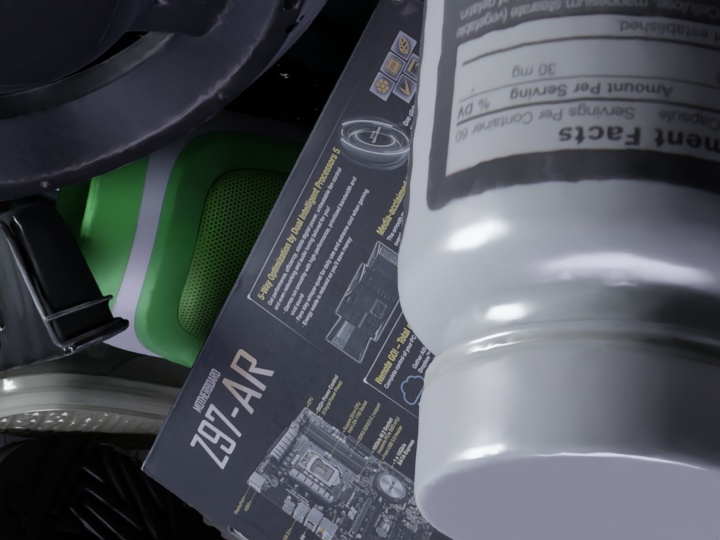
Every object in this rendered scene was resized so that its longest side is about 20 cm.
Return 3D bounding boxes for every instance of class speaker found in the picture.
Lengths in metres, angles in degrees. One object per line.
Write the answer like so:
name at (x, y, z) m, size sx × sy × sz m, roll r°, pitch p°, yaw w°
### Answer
speaker at (0.000, 0.000, 0.976) m, size 0.200 × 0.088 × 0.088 m, roll 12°, pitch 157°, yaw -14°

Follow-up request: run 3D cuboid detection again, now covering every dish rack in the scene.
dish rack at (-0.189, 0.033, 0.884) m, size 0.200 × 0.055 × 0.153 m, roll -21°, pitch -177°, yaw -34°

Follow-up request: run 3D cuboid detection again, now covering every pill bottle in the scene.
pill bottle at (0.068, -0.031, 0.736) m, size 0.113 × 0.200 × 0.113 m, roll 5°, pitch 158°, yaw 2°

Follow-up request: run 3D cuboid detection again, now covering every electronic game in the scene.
electronic game at (-0.097, -0.081, 0.801) m, size 0.200 × 0.042 × 0.200 m, roll -15°, pitch 150°, yaw -9°

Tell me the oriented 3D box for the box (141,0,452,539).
box at (0.042, 0.027, 0.871) m, size 0.160 × 0.044 × 0.200 m, roll 34°, pitch 123°, yaw 10°

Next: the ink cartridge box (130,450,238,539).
ink cartridge box at (-0.033, 0.136, 1.307) m, size 0.146 × 0.085 × 0.200 m, roll 8°, pitch 158°, yaw 0°

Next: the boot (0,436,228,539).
boot at (-0.125, 0.142, 1.158) m, size 0.158 × 0.079 × 0.211 m, roll -15°, pitch 143°, yaw 33°

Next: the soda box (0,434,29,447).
soda box at (-0.179, 0.062, 1.197) m, size 0.068 × 0.064 × 0.200 m, roll -2°, pitch 156°, yaw 20°

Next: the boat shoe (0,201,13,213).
boat shoe at (-0.209, 0.028, 1.053) m, size 0.200 × 0.071 × 0.065 m, roll -38°, pitch 168°, yaw 29°

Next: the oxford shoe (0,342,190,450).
oxford shoe at (-0.080, 0.039, 1.134) m, size 0.075 × 0.058 × 0.200 m, roll -13°, pitch 166°, yaw 26°
